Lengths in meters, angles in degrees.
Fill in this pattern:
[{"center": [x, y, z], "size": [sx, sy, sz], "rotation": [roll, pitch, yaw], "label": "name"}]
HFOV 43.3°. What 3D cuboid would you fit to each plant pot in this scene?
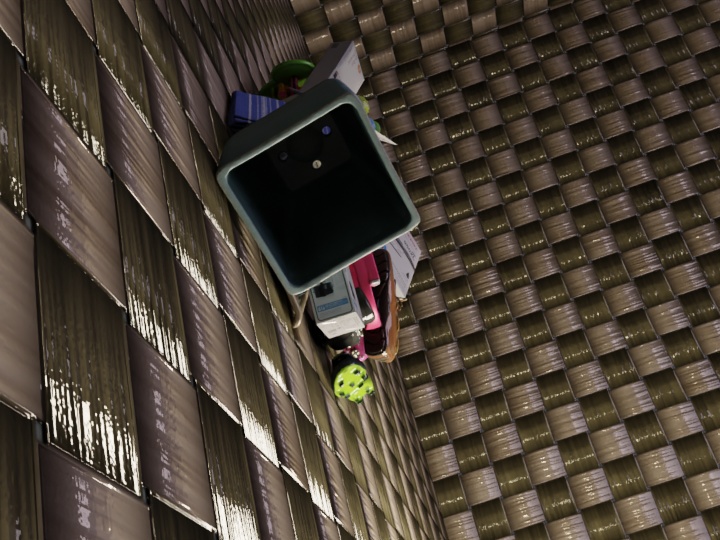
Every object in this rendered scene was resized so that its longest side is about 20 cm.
[{"center": [-0.064, -0.133, 1.183], "size": [0.198, 0.194, 0.201], "rotation": [59, 5, -29], "label": "plant pot"}]

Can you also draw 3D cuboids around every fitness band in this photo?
[{"center": [0.000, 0.000, 1.550], "size": [0.144, 0.037, 0.204], "rotation": [94, -19, -67], "label": "fitness band"}]

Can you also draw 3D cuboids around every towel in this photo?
[{"center": [-0.097, -0.216, 1.335], "size": [0.146, 0.195, 0.024], "rotation": [-104, -151, -62], "label": "towel"}]

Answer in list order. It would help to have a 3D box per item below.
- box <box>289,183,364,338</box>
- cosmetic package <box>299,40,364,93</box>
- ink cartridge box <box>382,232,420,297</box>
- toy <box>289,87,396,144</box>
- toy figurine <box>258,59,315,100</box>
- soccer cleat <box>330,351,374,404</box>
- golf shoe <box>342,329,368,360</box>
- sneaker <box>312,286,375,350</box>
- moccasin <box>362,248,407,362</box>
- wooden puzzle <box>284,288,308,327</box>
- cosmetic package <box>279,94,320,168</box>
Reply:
[{"center": [-0.052, -0.014, 1.329], "size": [0.117, 0.059, 0.204], "rotation": [64, 10, -73], "label": "box"}, {"center": [-0.051, -0.320, 1.601], "size": [0.202, 0.049, 0.084], "rotation": [-66, 148, -44], "label": "cosmetic package"}, {"center": [0.040, -0.035, 1.820], "size": [0.146, 0.083, 0.201], "rotation": [58, 25, -18], "label": "ink cartridge box"}, {"center": [-0.019, -0.262, 1.466], "size": [0.048, 0.113, 0.199], "rotation": [-66, 154, -2], "label": "toy"}, {"center": [-0.106, -0.250, 1.643], "size": [0.200, 0.146, 0.189], "rotation": [92, -10, -75], "label": "toy figurine"}, {"center": [-0.024, 0.171, 1.518], "size": [0.082, 0.067, 0.200], "rotation": [55, -3, 19], "label": "soccer cleat"}, {"center": [-0.045, 0.071, 1.656], "size": [0.091, 0.074, 0.204], "rotation": [12, -55, 68], "label": "golf shoe"}, {"center": [-0.042, 0.090, 1.501], "size": [0.077, 0.090, 0.201], "rotation": [58, -21, 14], "label": "sneaker"}, {"center": [0.041, 0.062, 1.634], "size": [0.077, 0.072, 0.206], "rotation": [29, 49, -59], "label": "moccasin"}, {"center": [-0.110, -0.035, 1.326], "size": [0.185, 0.036, 0.204], "rotation": [-89, 161, -79], "label": "wooden puzzle"}, {"center": [-0.104, -0.193, 1.440], "size": [0.201, 0.101, 0.088], "rotation": [-113, 180, -55], "label": "cosmetic package"}]
